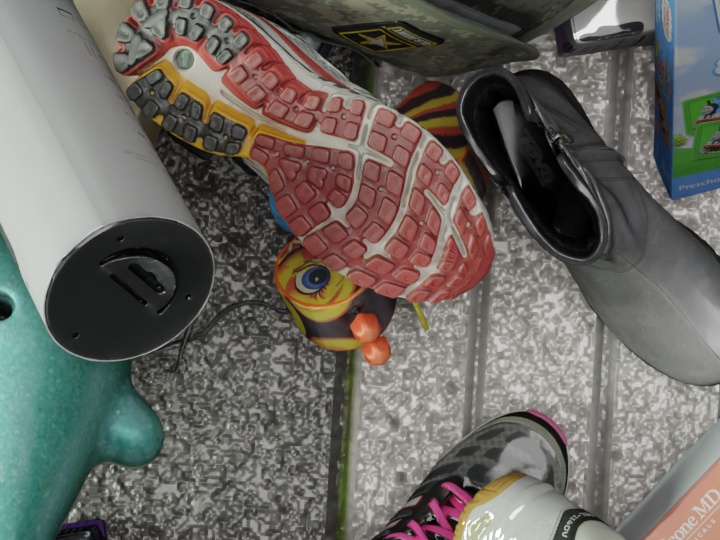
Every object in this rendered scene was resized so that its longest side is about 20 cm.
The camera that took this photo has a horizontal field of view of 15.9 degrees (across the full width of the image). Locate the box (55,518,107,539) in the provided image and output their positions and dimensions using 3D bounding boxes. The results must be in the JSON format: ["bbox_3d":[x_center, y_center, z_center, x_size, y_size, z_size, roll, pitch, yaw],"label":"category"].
[{"bbox_3d":[-0.164,0.230,1.256,0.105,0.122,0.201,-9,88,-3],"label":"box"}]

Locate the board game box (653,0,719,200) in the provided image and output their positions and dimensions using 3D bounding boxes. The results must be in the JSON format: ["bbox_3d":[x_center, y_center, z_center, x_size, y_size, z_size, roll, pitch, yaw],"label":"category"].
[{"bbox_3d":[0.218,-0.120,1.249,0.150,0.200,0.037,-14,56,-2],"label":"board game box"}]

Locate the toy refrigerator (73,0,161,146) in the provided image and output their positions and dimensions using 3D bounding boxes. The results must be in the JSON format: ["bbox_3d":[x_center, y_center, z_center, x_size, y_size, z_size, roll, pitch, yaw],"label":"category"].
[{"bbox_3d":[-0.139,-0.086,1.296,0.076,0.070,0.201,20,87,6],"label":"toy refrigerator"}]

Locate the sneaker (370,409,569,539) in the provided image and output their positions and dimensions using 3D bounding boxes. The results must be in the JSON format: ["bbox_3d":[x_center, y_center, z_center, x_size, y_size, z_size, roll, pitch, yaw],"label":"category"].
[{"bbox_3d":[0.032,0.150,1.279,0.074,0.087,0.200,44,88,9],"label":"sneaker"}]

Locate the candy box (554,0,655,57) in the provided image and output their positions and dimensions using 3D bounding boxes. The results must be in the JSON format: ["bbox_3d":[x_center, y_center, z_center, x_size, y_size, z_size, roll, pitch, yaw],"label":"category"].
[{"bbox_3d":[0.187,-0.207,1.308,0.199,0.072,0.169,-8,89,-3],"label":"candy box"}]

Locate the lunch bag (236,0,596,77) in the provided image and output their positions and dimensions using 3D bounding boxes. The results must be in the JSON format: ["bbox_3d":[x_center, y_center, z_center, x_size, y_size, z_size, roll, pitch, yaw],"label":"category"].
[{"bbox_3d":[0.038,-0.170,1.199,0.200,0.164,0.118,-41,55,26],"label":"lunch bag"}]

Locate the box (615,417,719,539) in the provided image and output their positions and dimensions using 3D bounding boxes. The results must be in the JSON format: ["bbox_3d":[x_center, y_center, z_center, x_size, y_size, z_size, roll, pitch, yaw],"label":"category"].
[{"bbox_3d":[0.232,0.170,1.284,0.200,0.097,0.124,44,87,0],"label":"box"}]

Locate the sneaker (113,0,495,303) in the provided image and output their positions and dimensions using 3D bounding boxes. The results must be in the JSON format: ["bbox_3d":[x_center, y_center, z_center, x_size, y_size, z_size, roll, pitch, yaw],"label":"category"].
[{"bbox_3d":[-0.017,-0.064,1.187,0.200,0.082,0.078,40,107,5],"label":"sneaker"}]

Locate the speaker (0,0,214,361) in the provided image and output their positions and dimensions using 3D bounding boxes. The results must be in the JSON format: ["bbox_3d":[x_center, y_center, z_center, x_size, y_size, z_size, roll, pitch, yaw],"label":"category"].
[{"bbox_3d":[-0.135,-0.050,1.164,0.081,0.081,0.200,-30,47,-3],"label":"speaker"}]

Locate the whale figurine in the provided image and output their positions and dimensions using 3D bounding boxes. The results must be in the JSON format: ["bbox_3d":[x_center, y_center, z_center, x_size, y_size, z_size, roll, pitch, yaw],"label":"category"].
[{"bbox_3d":[-0.167,0.071,1.175,0.158,0.104,0.201,3,63,-10],"label":"whale figurine"}]

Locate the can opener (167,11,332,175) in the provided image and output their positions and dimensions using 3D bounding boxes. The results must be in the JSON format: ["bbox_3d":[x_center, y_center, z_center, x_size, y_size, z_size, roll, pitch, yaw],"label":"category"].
[{"bbox_3d":[-0.024,-0.140,1.301,0.078,0.063,0.201,28,86,-21],"label":"can opener"}]

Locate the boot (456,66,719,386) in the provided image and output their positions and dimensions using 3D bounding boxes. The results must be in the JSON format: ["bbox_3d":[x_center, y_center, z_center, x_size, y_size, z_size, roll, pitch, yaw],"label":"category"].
[{"bbox_3d":[0.117,-0.014,1.264,0.070,0.132,0.200,-43,88,12],"label":"boot"}]

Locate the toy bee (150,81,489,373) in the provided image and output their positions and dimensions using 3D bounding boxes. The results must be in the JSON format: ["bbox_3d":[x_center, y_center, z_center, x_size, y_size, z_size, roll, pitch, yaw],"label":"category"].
[{"bbox_3d":[0.000,0.000,1.274,0.200,0.131,0.109,-53,48,3],"label":"toy bee"}]

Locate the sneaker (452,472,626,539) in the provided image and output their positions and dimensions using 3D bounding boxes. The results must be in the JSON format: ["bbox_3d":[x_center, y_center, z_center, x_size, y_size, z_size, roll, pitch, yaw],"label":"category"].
[{"bbox_3d":[0.093,0.199,1.247,0.076,0.087,0.201,-32,129,-37],"label":"sneaker"}]
